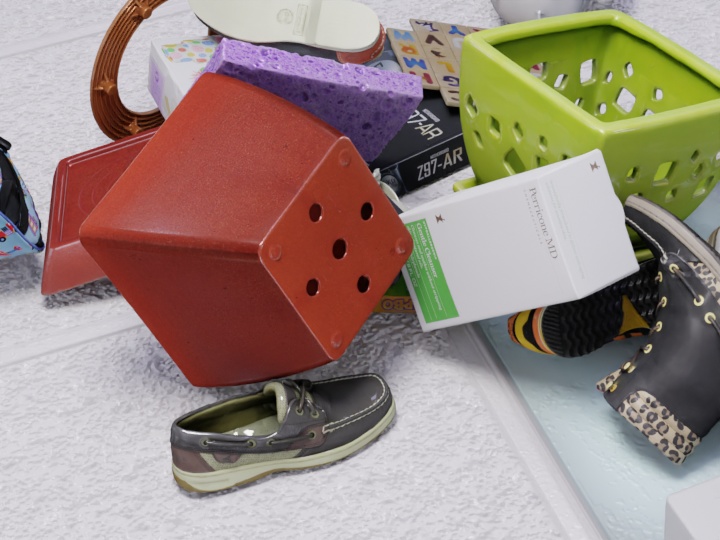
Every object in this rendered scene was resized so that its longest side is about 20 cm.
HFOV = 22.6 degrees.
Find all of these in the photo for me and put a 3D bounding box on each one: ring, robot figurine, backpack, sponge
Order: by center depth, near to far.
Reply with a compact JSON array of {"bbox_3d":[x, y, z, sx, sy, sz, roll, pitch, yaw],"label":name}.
[{"bbox_3d":[-0.055,-0.153,1.635,0.198,0.112,0.030,9,59,-23],"label":"sponge"},{"bbox_3d":[-0.388,-0.075,1.682,0.134,0.183,0.200,-38,48,-2],"label":"backpack"},{"bbox_3d":[-0.193,-0.214,1.808,0.019,0.202,0.200,34,53,26],"label":"ring"},{"bbox_3d":[0.211,-0.332,1.964,0.168,0.114,0.200,18,45,27],"label":"robot figurine"}]

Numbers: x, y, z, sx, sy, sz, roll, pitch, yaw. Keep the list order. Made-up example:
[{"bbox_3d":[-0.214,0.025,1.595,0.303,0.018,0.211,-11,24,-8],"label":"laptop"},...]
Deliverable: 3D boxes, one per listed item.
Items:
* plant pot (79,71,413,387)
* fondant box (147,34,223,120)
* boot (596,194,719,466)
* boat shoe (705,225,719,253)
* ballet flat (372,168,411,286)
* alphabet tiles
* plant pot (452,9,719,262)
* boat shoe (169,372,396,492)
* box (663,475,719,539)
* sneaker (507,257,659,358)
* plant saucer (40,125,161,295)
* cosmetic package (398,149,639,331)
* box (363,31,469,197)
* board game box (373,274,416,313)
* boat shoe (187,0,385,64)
[{"bbox_3d":[-0.076,-0.026,1.510,0.175,0.200,0.201,7,52,43],"label":"plant pot"},{"bbox_3d":[-0.093,-0.173,1.756,0.198,0.059,0.145,-6,38,-23],"label":"fondant box"},{"bbox_3d":[0.251,0.047,1.484,0.151,0.073,0.200,-49,65,9],"label":"boot"},{"bbox_3d":[0.330,0.034,1.522,0.074,0.069,0.202,13,55,-18],"label":"boat shoe"},{"bbox_3d":[0.017,-0.050,1.656,0.072,0.074,0.200,-18,34,-15],"label":"ballet flat"},{"bbox_3d":[0.116,-0.213,1.868,0.164,0.006,0.201,6,31,-15],"label":"alphabet tiles"},{"bbox_3d":[0.207,-0.105,1.629,0.197,0.183,0.200,-13,37,-34],"label":"plant pot"},{"bbox_3d":[-0.064,0.124,1.499,0.199,0.067,0.072,-18,42,-13],"label":"boat shoe"},{"bbox_3d":[0.342,0.217,1.313,0.198,0.107,0.153,-17,41,-13],"label":"box"},{"bbox_3d":[0.219,0.029,1.579,0.198,0.071,0.090,-12,5,-29],"label":"sneaker"},{"bbox_3d":[-0.215,-0.075,1.724,0.198,0.037,0.201,-18,35,7],"label":"plant saucer"},{"bbox_3d":[0.125,-0.022,1.510,0.084,0.109,0.199,-23,4,-37],"label":"cosmetic package"},{"bbox_3d":[0.024,-0.157,1.835,0.159,0.044,0.200,-25,44,-21],"label":"box"},{"bbox_3d":[0.000,0.000,1.668,0.197,0.030,0.096,2,40,5],"label":"board game box"},{"bbox_3d":[-0.072,-0.244,1.762,0.198,0.063,0.072,13,82,8],"label":"boat shoe"}]
